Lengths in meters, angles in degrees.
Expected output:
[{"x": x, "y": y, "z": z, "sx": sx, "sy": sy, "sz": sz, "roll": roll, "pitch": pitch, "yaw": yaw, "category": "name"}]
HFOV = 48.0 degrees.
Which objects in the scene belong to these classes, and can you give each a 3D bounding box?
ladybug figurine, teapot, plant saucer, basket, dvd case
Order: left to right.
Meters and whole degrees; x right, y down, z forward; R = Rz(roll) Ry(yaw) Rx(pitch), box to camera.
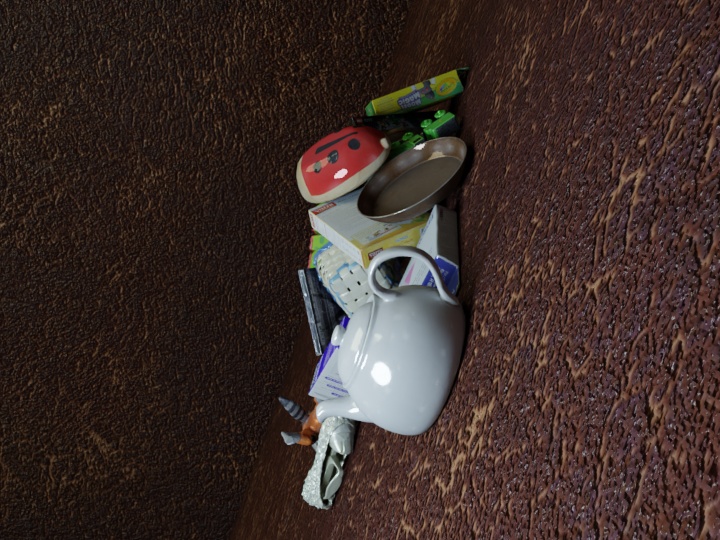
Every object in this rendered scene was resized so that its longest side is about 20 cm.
[{"x": -0.036, "y": -0.190, "z": 1.388, "sx": 0.198, "sy": 0.072, "sz": 0.137, "roll": -24, "pitch": 38, "yaw": 31, "category": "ladybug figurine"}, {"x": -0.038, "y": 0.064, "z": 1.470, "sx": 0.199, "sy": 0.016, "sz": 0.151, "roll": -9, "pitch": -94, "yaw": -59, "category": "dvd case"}, {"x": 0.000, "y": 0.000, "z": 1.428, "sx": 0.138, "sy": 0.177, "sz": 0.200, "roll": -34, "pitch": 31, "yaw": 2, "category": "basket"}, {"x": 0.036, "y": 0.096, "z": 1.004, "sx": 0.198, "sy": 0.144, "sz": 0.203, "roll": 128, "pitch": 161, "yaw": -69, "category": "teapot"}, {"x": 0.086, "y": -0.138, "z": 1.281, "sx": 0.198, "sy": 0.035, "sz": 0.201, "roll": -26, "pitch": 29, "yaw": 15, "category": "plant saucer"}]

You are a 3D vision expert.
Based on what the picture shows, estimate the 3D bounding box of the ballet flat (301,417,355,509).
[{"x": -0.043, "y": 0.327, "z": 1.424, "sx": 0.072, "sy": 0.071, "sz": 0.203, "roll": -119, "pitch": 46, "yaw": -81, "category": "ballet flat"}]

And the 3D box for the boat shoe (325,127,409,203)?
[{"x": 0.017, "y": -0.177, "z": 1.474, "sx": 0.199, "sy": 0.070, "sz": 0.071, "roll": -36, "pitch": 49, "yaw": 16, "category": "boat shoe"}]

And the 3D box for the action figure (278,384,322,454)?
[{"x": -0.069, "y": 0.259, "z": 1.504, "sx": 0.194, "sy": 0.103, "sz": 0.202, "roll": 57, "pitch": -129, "yaw": -63, "category": "action figure"}]

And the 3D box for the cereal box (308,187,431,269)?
[{"x": 0.018, "y": -0.079, "z": 1.330, "sx": 0.200, "sy": 0.142, "sz": 0.040, "roll": 39, "pitch": 147, "yaw": 54, "category": "cereal box"}]

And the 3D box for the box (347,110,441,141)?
[{"x": 0.058, "y": -0.236, "z": 1.527, "sx": 0.038, "sy": 0.197, "sz": 0.137, "roll": 67, "pitch": 151, "yaw": 26, "category": "box"}]

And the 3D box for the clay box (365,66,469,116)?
[{"x": 0.112, "y": -0.330, "z": 1.545, "sx": 0.115, "sy": 0.197, "sz": 0.048, "roll": -137, "pitch": 27, "yaw": -83, "category": "clay box"}]

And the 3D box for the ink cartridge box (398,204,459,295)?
[{"x": 0.088, "y": 0.035, "z": 1.181, "sx": 0.201, "sy": 0.043, "sz": 0.198, "roll": -80, "pitch": 11, "yaw": -57, "category": "ink cartridge box"}]

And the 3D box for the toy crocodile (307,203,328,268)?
[{"x": -0.070, "y": -0.042, "z": 1.530, "sx": 0.068, "sy": 0.061, "sz": 0.203, "roll": 50, "pitch": -139, "yaw": -56, "category": "toy crocodile"}]

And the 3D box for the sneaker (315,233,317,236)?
[{"x": -0.046, "y": -0.002, "z": 1.644, "sx": 0.090, "sy": 0.200, "sz": 0.067, "roll": -38, "pitch": 29, "yaw": 6, "category": "sneaker"}]

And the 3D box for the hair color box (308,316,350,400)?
[{"x": -0.008, "y": 0.159, "z": 1.332, "sx": 0.201, "sy": 0.108, "sz": 0.065, "roll": 119, "pitch": 168, "yaw": -54, "category": "hair color box"}]

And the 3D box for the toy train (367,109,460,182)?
[{"x": 0.087, "y": -0.212, "z": 1.408, "sx": 0.199, "sy": 0.042, "sz": 0.056, "roll": -35, "pitch": 31, "yaw": -4, "category": "toy train"}]
